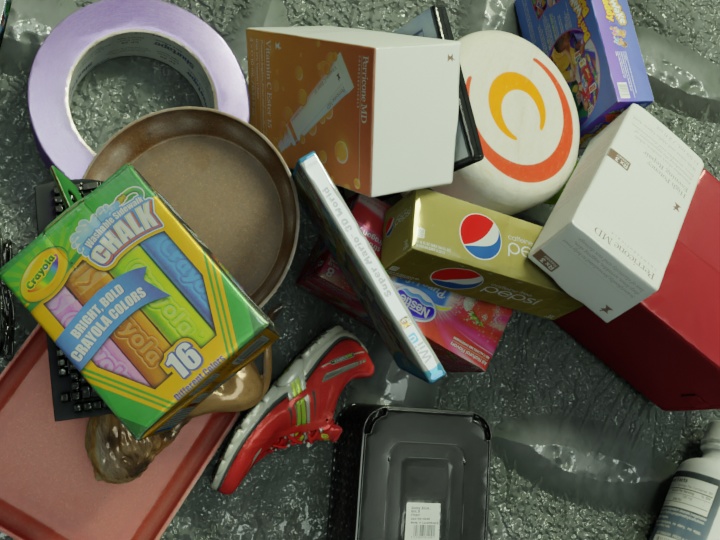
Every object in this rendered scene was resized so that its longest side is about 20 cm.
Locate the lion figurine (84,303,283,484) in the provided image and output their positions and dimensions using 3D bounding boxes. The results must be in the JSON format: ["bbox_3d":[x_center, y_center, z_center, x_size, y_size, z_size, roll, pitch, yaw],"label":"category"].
[{"bbox_3d":[-0.149,0.105,0.730,0.199,0.072,0.123,-15,75,-13],"label":"lion figurine"}]

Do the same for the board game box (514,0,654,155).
[{"bbox_3d":[0.237,-0.244,0.897,0.045,0.134,0.201,-5,76,-19],"label":"board game box"}]

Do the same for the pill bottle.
[{"bbox_3d":[0.400,0.278,0.916,0.119,0.120,0.200,32,75,-13],"label":"pill bottle"}]

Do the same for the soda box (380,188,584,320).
[{"bbox_3d":[0.122,-0.012,0.778,0.199,0.068,0.064,15,65,-21],"label":"soda box"}]

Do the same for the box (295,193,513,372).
[{"bbox_3d":[0.049,0.016,0.838,0.200,0.095,0.100,31,76,-13],"label":"box"}]

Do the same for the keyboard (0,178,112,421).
[{"bbox_3d":[-0.255,0.025,0.691,0.127,0.021,0.201,-9,82,7],"label":"keyboard"}]

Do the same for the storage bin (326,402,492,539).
[{"bbox_3d":[0.046,0.236,0.813,0.135,0.094,0.201,7,81,-18],"label":"storage bin"}]

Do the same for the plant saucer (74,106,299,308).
[{"bbox_3d":[-0.148,-0.040,0.712,0.200,0.034,0.201,-1,84,5],"label":"plant saucer"}]

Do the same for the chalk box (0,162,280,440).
[{"bbox_3d":[-0.173,0.011,0.622,0.124,0.125,0.200,-42,84,-7],"label":"chalk box"}]

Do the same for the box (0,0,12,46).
[{"bbox_3d":[-0.395,-0.244,0.746,0.136,0.038,0.201,13,80,-17],"label":"box"}]

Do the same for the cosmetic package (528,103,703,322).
[{"bbox_3d":[0.247,-0.059,0.781,0.102,0.074,0.200,38,51,-4],"label":"cosmetic package"}]

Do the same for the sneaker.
[{"bbox_3d":[-0.061,0.142,0.790,0.085,0.077,0.200,43,73,0],"label":"sneaker"}]

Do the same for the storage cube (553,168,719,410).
[{"bbox_3d":[0.346,0.029,0.891,0.180,0.200,0.171,39,74,-4],"label":"storage cube"}]

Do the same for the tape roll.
[{"bbox_3d":[-0.209,-0.152,0.786,0.200,0.066,0.201,2,83,-20],"label":"tape roll"}]

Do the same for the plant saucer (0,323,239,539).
[{"bbox_3d":[-0.245,0.156,0.751,0.199,0.037,0.200,36,74,-12],"label":"plant saucer"}]

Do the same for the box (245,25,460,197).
[{"bbox_3d":[-0.013,-0.154,0.757,0.097,0.200,0.125,-14,115,-36],"label":"box"}]

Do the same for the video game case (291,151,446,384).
[{"bbox_3d":[0.000,0.000,0.698,0.018,0.143,0.200,-31,93,-8],"label":"video game case"}]

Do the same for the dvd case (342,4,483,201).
[{"bbox_3d":[0.031,-0.148,0.799,0.018,0.200,0.143,-13,88,-37],"label":"dvd case"}]

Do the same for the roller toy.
[{"bbox_3d":[0.119,-0.143,0.859,0.182,0.140,0.201,-21,91,-31],"label":"roller toy"}]
